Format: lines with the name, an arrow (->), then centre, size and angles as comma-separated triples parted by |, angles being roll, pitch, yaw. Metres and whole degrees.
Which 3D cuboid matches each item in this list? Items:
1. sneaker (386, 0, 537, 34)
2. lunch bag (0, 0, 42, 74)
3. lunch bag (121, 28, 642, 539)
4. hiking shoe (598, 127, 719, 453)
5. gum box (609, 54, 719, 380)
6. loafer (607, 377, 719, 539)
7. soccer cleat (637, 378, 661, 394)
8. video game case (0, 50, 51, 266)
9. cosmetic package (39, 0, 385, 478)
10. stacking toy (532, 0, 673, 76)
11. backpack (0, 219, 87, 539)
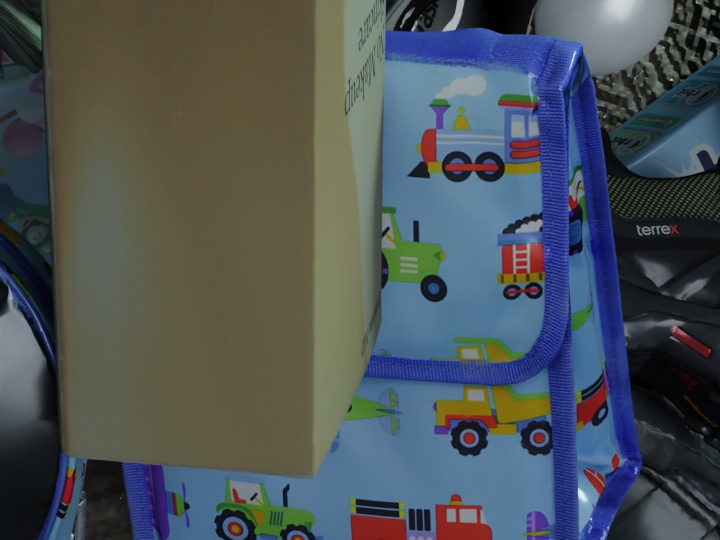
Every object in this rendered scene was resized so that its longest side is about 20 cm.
sneaker -> 0.006, -0.031, 0.810 | 0.075, 0.088, 0.202 | 15, 93, -26
lunch bag -> -0.086, -0.176, 0.672 | 0.200, 0.139, 0.168 | -45, 117, -2
lunch bag -> 0.000, 0.000, 0.711 | 0.094, 0.149, 0.201 | -61, 149, -51
hiking shoe -> 0.138, 0.008, 0.788 | 0.199, 0.076, 0.101 | 26, 69, -7
gum box -> 0.155, 0.010, 0.904 | 0.199, 0.044, 0.171 | -35, 110, -16
loafer -> 0.110, 0.093, 0.826 | 0.199, 0.068, 0.071 | 28, 45, -18
soccer cleat -> 0.199, 0.015, 0.852 | 0.198, 0.086, 0.071 | -14, 103, -21
video game case -> -0.149, -0.035, 0.762 | 0.142, 0.017, 0.201 | -32, 114, -17
cosmetic package -> -0.034, -0.060, 0.595 | 0.070, 0.105, 0.202 | 5, 116, 10
stacking toy -> 0.123, -0.156, 0.818 | 0.146, 0.146, 0.201 | 39, 86, -23
backpack -> -0.161, 0.053, 0.674 | 0.181, 0.135, 0.201 | 22, 110, 4
